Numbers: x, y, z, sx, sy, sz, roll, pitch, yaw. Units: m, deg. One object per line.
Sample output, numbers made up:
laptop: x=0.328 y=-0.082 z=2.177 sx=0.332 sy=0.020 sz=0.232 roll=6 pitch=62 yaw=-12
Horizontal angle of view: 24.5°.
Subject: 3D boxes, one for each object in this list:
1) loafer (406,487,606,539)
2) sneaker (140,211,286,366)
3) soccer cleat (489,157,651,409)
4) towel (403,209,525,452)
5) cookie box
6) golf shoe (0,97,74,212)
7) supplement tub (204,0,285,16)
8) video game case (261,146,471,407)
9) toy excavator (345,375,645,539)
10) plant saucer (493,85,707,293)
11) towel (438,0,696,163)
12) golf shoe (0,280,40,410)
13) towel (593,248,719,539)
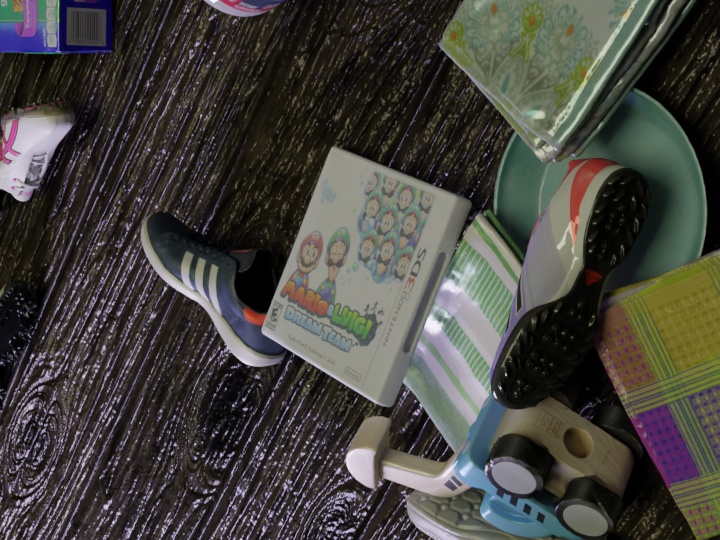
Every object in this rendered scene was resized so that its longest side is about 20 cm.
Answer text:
loafer: x=0.120 y=0.229 z=1.356 sx=0.199 sy=0.070 sz=0.070 roll=20 pitch=127 yaw=39
sneaker: x=-0.127 y=-0.004 z=1.575 sx=0.200 sy=0.075 sz=0.085 roll=44 pitch=123 yaw=21
soccer cleat: x=0.147 y=0.009 z=1.251 sx=0.073 sy=0.068 sz=0.201 roll=29 pitch=94 yaw=57
towel: x=0.102 y=0.069 z=1.366 sx=0.153 sy=0.023 sz=0.201 roll=53 pitch=138 yaw=26
cookie box: x=-0.351 y=-0.316 z=1.758 sx=0.199 sy=0.075 sz=0.173 roll=7 pitch=99 yaw=44
golf shoe: x=-0.356 y=-0.125 z=1.786 sx=0.200 sy=0.072 sz=0.093 roll=-23 pitch=83 yaw=52
supplement tub: x=-0.060 y=-0.316 z=1.439 sx=0.199 sy=0.140 sz=0.141 roll=-19 pitch=80 yaw=43
video game case: x=0.000 y=0.000 z=1.427 sx=0.200 sy=0.024 sz=0.183 roll=26 pitch=97 yaw=54
toy excavator: x=0.101 y=0.158 z=1.320 sx=0.194 sy=0.100 sz=0.200 roll=32 pitch=141 yaw=-4
plant saucer: x=0.192 y=-0.047 z=1.292 sx=0.199 sy=0.036 sz=0.202 roll=5 pitch=97 yaw=43
towel: x=0.160 y=-0.205 z=1.273 sx=0.200 sy=0.048 sz=0.171 roll=-54 pitch=50 yaw=20
golf shoe: x=-0.427 y=0.078 z=1.859 sx=0.095 sy=0.077 sz=0.201 roll=48 pitch=122 yaw=30
towel: x=0.259 y=0.090 z=1.220 sx=0.143 sy=0.023 sz=0.201 roll=-28 pitch=87 yaw=40
